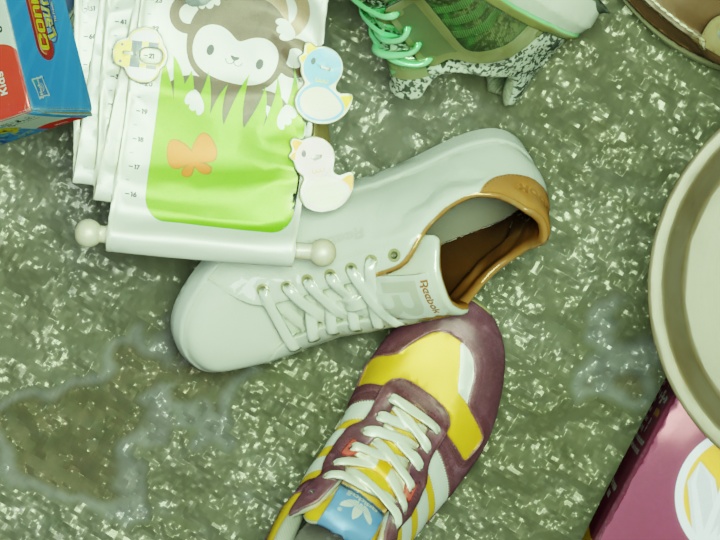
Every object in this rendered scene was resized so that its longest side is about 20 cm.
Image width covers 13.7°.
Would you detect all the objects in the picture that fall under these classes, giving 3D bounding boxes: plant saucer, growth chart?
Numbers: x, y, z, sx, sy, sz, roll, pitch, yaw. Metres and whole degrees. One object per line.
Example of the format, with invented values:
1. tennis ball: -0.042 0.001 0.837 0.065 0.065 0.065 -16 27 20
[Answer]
1. plant saucer: 0.233 0.009 1.405 0.200 0.029 0.200 0 89 1
2. growth chart: -0.077 -0.098 1.444 0.144 0.018 0.200 -4 90 -1

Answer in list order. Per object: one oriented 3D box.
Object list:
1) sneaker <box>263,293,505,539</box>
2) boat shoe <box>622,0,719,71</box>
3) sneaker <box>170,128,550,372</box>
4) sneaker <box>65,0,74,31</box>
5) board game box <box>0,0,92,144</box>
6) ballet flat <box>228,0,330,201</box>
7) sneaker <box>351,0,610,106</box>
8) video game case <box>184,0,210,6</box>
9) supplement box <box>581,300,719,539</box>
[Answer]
1. sneaker: 0.010 0.104 1.472 0.075 0.090 0.200 28 93 2
2. boat shoe: 0.211 -0.118 1.467 0.200 0.074 0.076 31 92 2
3. sneaker: 0.000 0.000 1.465 0.200 0.085 0.073 -29 123 3
4. sneaker: -0.132 -0.205 1.481 0.088 0.075 0.200 4 91 3
5. board game box: -0.245 -0.144 1.453 0.196 0.056 0.200 -17 85 26
6. ballet flat: -0.056 -0.106 1.485 0.069 0.063 0.200 -10 91 3
7. sneaker: 0.030 -0.121 1.440 0.200 0.077 0.089 12 111 -38
8. video game case: -0.041 -0.238 1.417 0.200 0.018 0.143 -40 111 -26
9. supplement box: 0.201 0.076 1.465 0.110 0.086 0.200 28 92 2
